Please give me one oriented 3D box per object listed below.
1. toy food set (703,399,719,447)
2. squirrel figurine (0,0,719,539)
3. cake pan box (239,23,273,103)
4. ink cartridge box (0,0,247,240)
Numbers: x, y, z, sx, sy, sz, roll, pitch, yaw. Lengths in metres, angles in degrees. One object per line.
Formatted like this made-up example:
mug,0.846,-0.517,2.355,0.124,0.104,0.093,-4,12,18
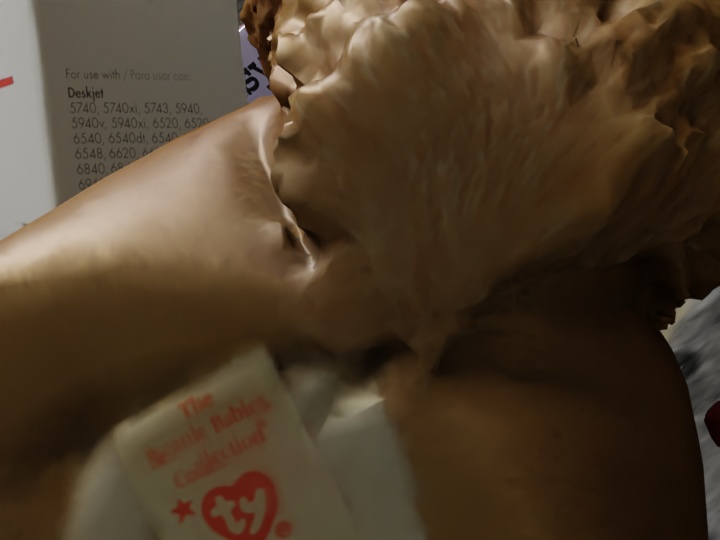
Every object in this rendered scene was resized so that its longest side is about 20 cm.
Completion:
toy food set,0.153,-0.023,0.456,0.198,0.049,0.200,-30,13,28
squirrel figurine,0.013,0.017,0.451,0.200,0.141,0.187,-66,-12,7
cake pan box,0.003,-0.059,0.845,0.184,0.052,0.200,-39,-7,-5
ink cartridge box,-0.083,-0.005,0.658,0.068,0.200,0.116,-3,-6,-42
